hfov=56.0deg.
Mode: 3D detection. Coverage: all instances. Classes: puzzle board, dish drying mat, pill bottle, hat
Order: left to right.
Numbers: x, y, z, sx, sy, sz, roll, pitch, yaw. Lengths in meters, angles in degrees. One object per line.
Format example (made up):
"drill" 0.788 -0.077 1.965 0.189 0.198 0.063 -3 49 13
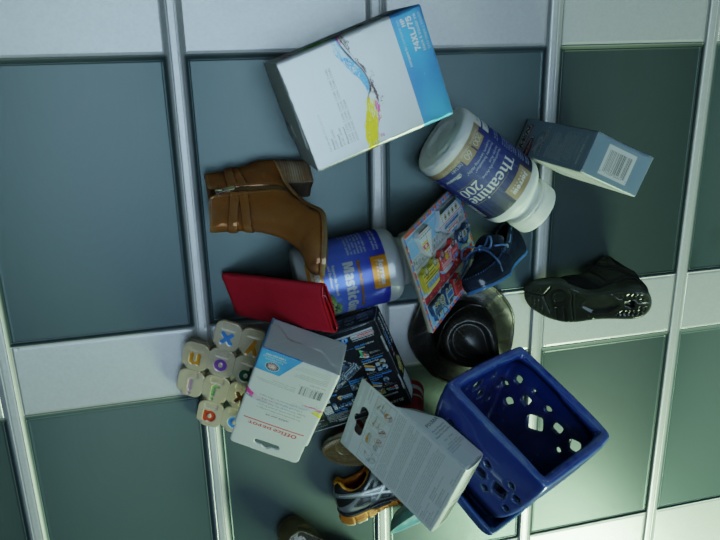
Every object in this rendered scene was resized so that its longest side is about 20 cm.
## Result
"dish drying mat" -0.117 0.042 0.965 0.018 0.198 0.078 -41 125 -40
"pill bottle" 0.000 0.000 1.010 0.198 0.112 0.113 -13 110 -9
"puzzle board" 0.128 -0.024 1.013 0.017 0.200 0.152 -4 116 34
"hat" 0.182 0.113 1.108 0.198 0.081 0.203 -4 107 -14
"pill bottle" 0.194 -0.143 1.015 0.199 0.111 0.112 31 97 -21

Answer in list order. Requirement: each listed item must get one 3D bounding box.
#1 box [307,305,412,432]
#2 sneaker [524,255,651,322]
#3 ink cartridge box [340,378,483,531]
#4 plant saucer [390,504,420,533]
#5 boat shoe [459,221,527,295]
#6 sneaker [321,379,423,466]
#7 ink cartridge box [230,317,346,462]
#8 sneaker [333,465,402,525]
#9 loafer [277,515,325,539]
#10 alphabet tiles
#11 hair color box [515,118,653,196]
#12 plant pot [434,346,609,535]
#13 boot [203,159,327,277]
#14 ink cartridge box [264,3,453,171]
"box" -0.036 0.159 1.051 0.198 0.046 0.160 -19 112 13
"sneaker" 0.378 0.030 1.145 0.197 0.114 0.077 -2 115 16
"ink cartridge box" 0.070 0.266 1.012 0.057 0.200 0.164 -23 143 -40
"plant saucer" 0.133 0.387 1.152 0.198 0.028 0.201 -24 155 -12
"boat shoe" 0.194 -0.022 1.036 0.083 0.200 0.069 -20 99 29
"sneaker" 0.025 0.247 1.125 0.199 0.113 0.071 -27 117 28
"ink cartridge box" -0.108 0.177 0.978 0.114 0.068 0.201 21 124 -6
"sneaker" 0.044 0.355 1.153 0.198 0.078 0.078 -26 100 -8
"loafer" -0.059 0.497 1.139 0.199 0.067 0.076 36 83 -1
"alphabet tiles" -0.177 0.168 1.033 0.198 0.015 0.197 15 116 -4
"hair color box" 0.318 -0.169 0.991 0.098 0.200 0.061 19 101 -19
"plant pot" 0.219 0.266 1.036 0.199 0.200 0.181 -15 142 -44
"boot" -0.130 -0.066 0.930 0.153 0.202 0.074 -9 145 -16
"ink cartridge box" -0.007 -0.246 0.913 0.198 0.147 0.147 -24 111 -7
